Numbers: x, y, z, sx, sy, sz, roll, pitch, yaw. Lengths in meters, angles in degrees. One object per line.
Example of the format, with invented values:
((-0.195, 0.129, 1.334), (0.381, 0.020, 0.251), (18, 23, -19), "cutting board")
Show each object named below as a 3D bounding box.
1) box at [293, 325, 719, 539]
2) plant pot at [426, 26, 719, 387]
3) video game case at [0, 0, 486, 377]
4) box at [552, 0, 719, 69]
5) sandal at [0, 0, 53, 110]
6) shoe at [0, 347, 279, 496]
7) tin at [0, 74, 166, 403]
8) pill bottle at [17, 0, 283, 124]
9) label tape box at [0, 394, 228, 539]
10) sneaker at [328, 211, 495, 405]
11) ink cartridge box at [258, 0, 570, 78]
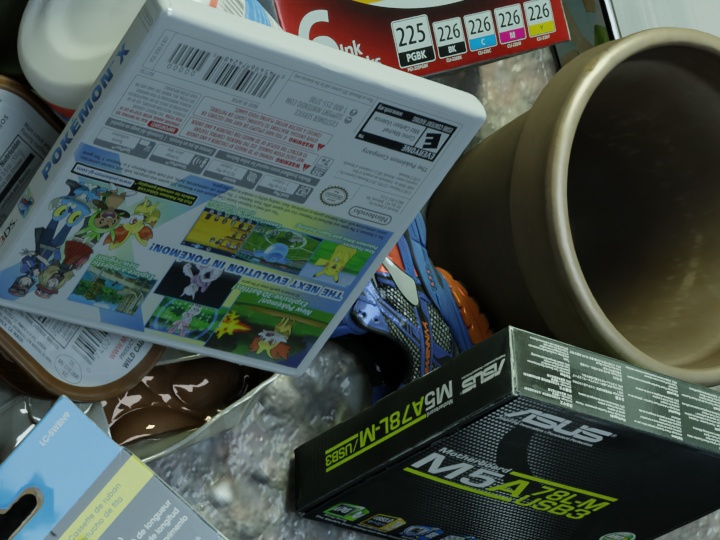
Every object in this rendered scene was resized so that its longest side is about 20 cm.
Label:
((0.097, 0.106, 1.589), (0.200, 0.193, 0.048), (18, 59, -34), "box")
((0.132, -0.028, 1.641), (0.200, 0.175, 0.201), (4, 83, -35), "plant pot")
((-0.063, -0.037, 1.416), (0.200, 0.182, 0.022), (15, 31, -37), "video game case")
((0.178, -0.144, 1.760), (0.117, 0.060, 0.200), (-17, 95, -36), "box")
((-0.172, -0.122, 1.486), (0.201, 0.057, 0.080), (20, 111, -30), "sandal")
((-0.127, 0.070, 1.516), (0.200, 0.053, 0.070), (-17, 94, -36), "shoe")
((-0.167, -0.017, 1.439), (0.200, 0.042, 0.112), (46, 63, -31), "tin")
((-0.076, -0.079, 1.466), (0.200, 0.112, 0.112), (49, 57, -46), "pill bottle")
((-0.129, 0.178, 1.466), (0.200, 0.063, 0.144), (44, 80, -12), "label tape box")
((0.000, 0.000, 1.608), (0.078, 0.075, 0.200), (-44, 108, -27), "sneaker")
((0.000, -0.188, 1.621), (0.200, 0.084, 0.176), (-17, 93, -36), "ink cartridge box")
